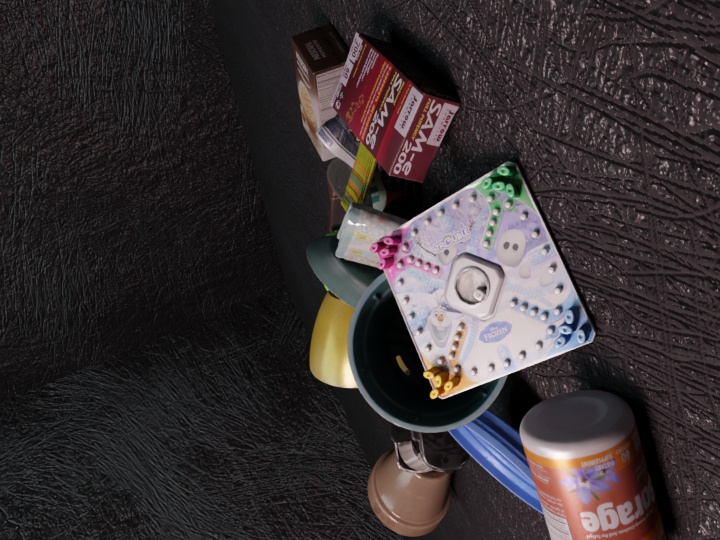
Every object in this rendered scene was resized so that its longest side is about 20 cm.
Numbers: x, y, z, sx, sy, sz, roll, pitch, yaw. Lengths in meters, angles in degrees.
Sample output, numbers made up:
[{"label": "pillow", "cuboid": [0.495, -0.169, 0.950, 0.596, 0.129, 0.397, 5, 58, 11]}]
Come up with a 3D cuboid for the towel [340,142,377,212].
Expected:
[{"label": "towel", "cuboid": [0.009, -0.184, 0.897, 0.086, 0.018, 0.203, -126, 50, -62]}]

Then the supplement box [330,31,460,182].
[{"label": "supplement box", "cuboid": [0.037, -0.215, 0.773, 0.201, 0.060, 0.110, 56, 132, 43]}]

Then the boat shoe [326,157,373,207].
[{"label": "boat shoe", "cuboid": [0.008, -0.114, 1.072, 0.064, 0.074, 0.204, 2, -126, -55]}]

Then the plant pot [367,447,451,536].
[{"label": "plant pot", "cuboid": [0.126, 0.460, 1.339, 0.202, 0.197, 0.176, 60, 148, 36]}]

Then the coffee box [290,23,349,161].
[{"label": "coffee box", "cuboid": [-0.062, -0.319, 1.087, 0.202, 0.078, 0.115, 87, 158, -54]}]

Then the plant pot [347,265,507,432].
[{"label": "plant pot", "cuboid": [0.095, 0.100, 0.803, 0.196, 0.197, 0.203, 37, -151, -78]}]

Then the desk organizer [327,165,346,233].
[{"label": "desk organizer", "cuboid": [-0.033, -0.138, 1.253, 0.201, 0.070, 0.078, 100, 160, -67]}]

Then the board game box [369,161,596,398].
[{"label": "board game box", "cuboid": [0.121, 0.018, 0.651, 0.198, 0.026, 0.203, -29, 79, 33]}]

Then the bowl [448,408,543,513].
[{"label": "bowl", "cuboid": [0.197, 0.252, 0.817, 0.200, 0.039, 0.201, 42, 166, 12]}]

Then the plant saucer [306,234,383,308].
[{"label": "plant saucer", "cuboid": [0.000, 0.000, 1.022, 0.036, 0.198, 0.201, -53, 45, 23]}]

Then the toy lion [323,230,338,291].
[{"label": "toy lion", "cuboid": [-0.018, 0.011, 1.272, 0.199, 0.068, 0.196, -3, -97, -57]}]

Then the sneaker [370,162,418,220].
[{"label": "sneaker", "cuboid": [0.048, -0.139, 0.955, 0.202, 0.069, 0.094, 85, 172, -47]}]

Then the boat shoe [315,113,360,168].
[{"label": "boat shoe", "cuboid": [0.000, -0.227, 1.011, 0.071, 0.091, 0.200, 51, -168, 10]}]

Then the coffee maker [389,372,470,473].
[{"label": "coffee maker", "cuboid": [0.120, 0.281, 1.124, 0.194, 0.133, 0.200, 60, 162, 13]}]

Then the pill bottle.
[{"label": "pill bottle", "cuboid": [0.239, 0.235, 0.600, 0.112, 0.110, 0.204, -163, 53, -75]}]

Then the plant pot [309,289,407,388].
[{"label": "plant pot", "cuboid": [-0.005, 0.099, 1.097, 0.200, 0.196, 0.145, -137, 38, -64]}]

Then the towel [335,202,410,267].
[{"label": "towel", "cuboid": [0.050, -0.038, 0.891, 0.200, 0.168, 0.049, 128, 156, -78]}]
